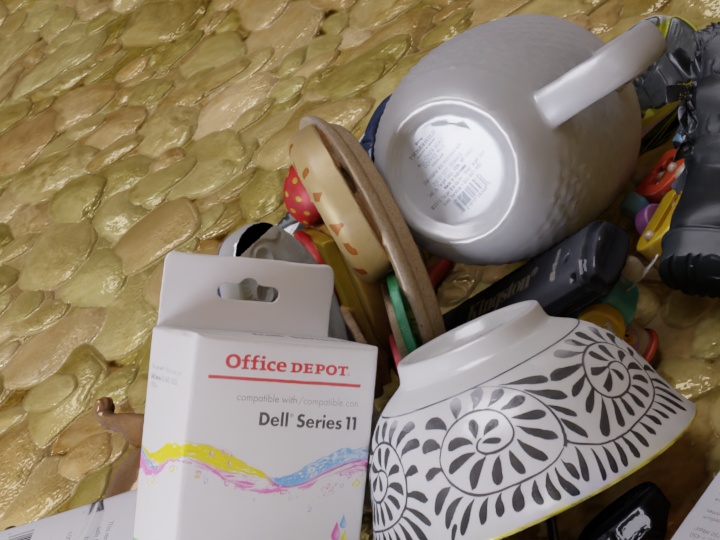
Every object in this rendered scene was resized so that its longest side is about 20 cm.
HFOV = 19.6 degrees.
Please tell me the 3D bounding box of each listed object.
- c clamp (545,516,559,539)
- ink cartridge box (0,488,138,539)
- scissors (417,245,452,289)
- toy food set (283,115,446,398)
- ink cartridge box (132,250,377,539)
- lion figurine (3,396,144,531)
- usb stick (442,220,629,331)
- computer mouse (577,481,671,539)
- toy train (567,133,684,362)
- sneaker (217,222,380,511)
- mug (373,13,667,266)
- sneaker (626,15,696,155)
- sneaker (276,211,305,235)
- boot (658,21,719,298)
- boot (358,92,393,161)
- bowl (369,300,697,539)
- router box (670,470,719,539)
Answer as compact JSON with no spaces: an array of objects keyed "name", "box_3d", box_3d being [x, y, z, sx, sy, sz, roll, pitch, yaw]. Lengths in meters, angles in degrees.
[{"name":"c clamp","box_3d":[0.035,0.223,1.150,0.199,0.027,0.172,-25,37,11]},{"name":"ink cartridge box","box_3d":[-0.169,0.221,1.276,0.198,0.085,0.147,-18,35,22]},{"name":"scissors","box_3d":[0.042,0.027,1.422,0.073,0.014,0.201,-28,31,9]},{"name":"toy food set","box_3d":[0.000,0.000,1.278,0.048,0.199,0.200,-24,10,-10]},{"name":"ink cartridge box","box_3d":[-0.058,0.094,1.166,0.067,0.116,0.202,7,92,64]},{"name":"lion figurine","box_3d":[-0.148,0.147,1.392,0.122,0.072,0.201,14,68,40]},{"name":"usb stick","box_3d":[0.093,0.025,1.292,0.200,0.033,0.056,-34,23,49]},{"name":"computer mouse","box_3d":[0.137,0.150,1.070,0.059,0.034,0.200,-39,-2,12]},{"name":"toy train","box_3d":[0.177,-0.002,1.307,0.200,0.056,0.150,-51,8,-11]},{"name":"sneaker","box_3d":[-0.071,0.067,1.289,0.146,0.201,0.081,-5,28,46]},{"name":"mug","box_3d":[0.103,-0.090,1.283,0.199,0.148,0.175,-34,-1,25]},{"name":"sneaker","box_3d":[0.167,-0.091,1.415,0.199,0.084,0.075,-37,68,27]},{"name":"sneaker","box_3d":[-0.038,0.013,1.478,0.076,0.076,0.200,29,66,31]},{"name":"boot","box_3d":[0.267,-0.060,1.194,0.196,0.074,0.164,7,64,17]},{"name":"boot","box_3d":[-0.001,-0.027,1.411,0.072,0.091,0.201,17,56,-3]},{"name":"bowl","box_3d":[0.079,0.077,1.163,0.199,0.095,0.201,-25,5,2]},{"name":"router box","box_3d":[0.268,0.129,1.038,0.199,0.049,0.180,9,51,48]}]
